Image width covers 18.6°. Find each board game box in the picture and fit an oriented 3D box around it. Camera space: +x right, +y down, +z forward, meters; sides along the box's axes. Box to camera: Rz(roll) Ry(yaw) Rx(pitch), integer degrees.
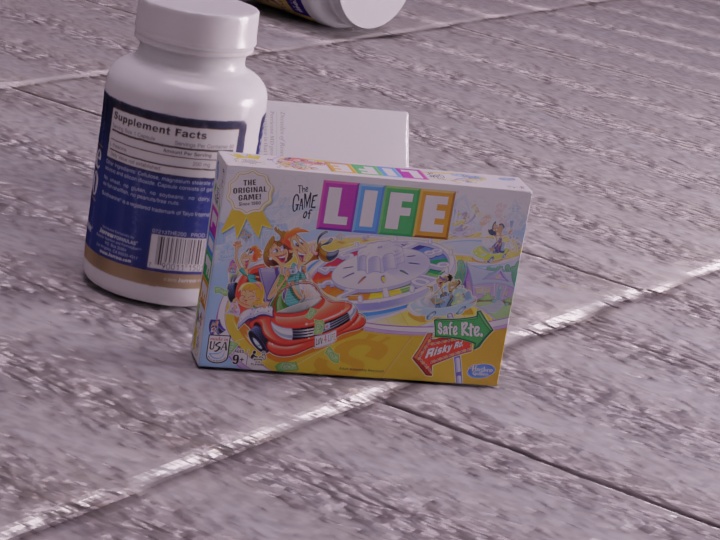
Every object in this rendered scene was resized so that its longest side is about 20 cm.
[{"bbox_3d":[0.000,0.000,1.399,0.200,0.135,0.034,4,17,-15],"label":"board game box"}]

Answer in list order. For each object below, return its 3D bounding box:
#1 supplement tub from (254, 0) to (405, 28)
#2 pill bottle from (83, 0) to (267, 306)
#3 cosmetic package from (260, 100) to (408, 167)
[{"bbox_3d":[-0.049,-0.364,2.554,0.145,0.145,0.200,-8,24,-44],"label":"supplement tub"},{"bbox_3d":[-0.124,-0.085,1.498,0.111,0.200,0.111,9,16,-3],"label":"pill bottle"},{"bbox_3d":[-0.072,-0.088,1.699,0.200,0.071,0.101,4,-9,-20],"label":"cosmetic package"}]
